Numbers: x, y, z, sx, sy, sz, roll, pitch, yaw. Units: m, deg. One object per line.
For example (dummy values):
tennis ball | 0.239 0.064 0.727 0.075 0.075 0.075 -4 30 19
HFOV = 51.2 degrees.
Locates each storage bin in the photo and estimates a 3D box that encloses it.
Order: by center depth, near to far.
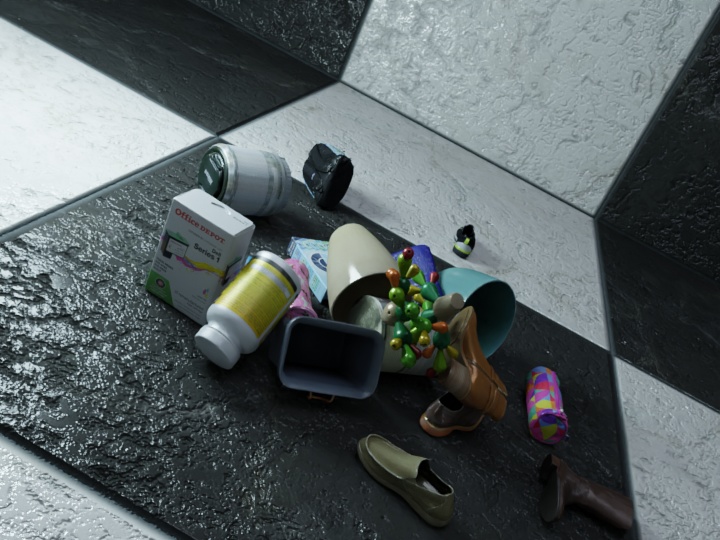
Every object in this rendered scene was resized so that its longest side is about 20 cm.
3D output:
storage bin | -0.076 0.158 1.387 0.196 0.149 0.134 13 1 -26

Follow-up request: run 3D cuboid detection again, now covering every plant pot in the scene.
plant pot | 0.000 0.000 1.626 0.184 0.189 0.203 10 41 -31
plant pot | 0.234 0.086 1.742 0.197 0.205 0.160 4 19 -40

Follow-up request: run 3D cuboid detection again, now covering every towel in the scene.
towel | 0.110 0.038 1.716 0.144 0.050 0.203 -18 45 9

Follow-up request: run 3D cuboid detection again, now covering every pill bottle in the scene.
pill bottle | -0.202 0.072 1.344 0.111 0.113 0.201 31 60 12

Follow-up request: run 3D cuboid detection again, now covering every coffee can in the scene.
coffee can | 0.086 0.138 1.543 0.196 0.149 0.147 10 29 -31

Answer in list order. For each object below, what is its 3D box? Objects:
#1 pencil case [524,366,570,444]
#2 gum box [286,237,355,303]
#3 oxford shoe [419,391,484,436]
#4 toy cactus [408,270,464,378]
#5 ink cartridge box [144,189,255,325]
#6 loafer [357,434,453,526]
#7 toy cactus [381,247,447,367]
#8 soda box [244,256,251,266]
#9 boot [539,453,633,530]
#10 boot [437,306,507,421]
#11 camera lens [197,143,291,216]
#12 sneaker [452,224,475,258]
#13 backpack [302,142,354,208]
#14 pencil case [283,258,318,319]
pencil case | 0.406 0.292 1.640 0.087 0.090 0.201 24 24 -5
gum box | -0.061 0.003 1.774 0.167 0.045 0.201 6 32 -37
oxford shoe | 0.200 0.271 1.487 0.071 0.074 0.198 41 28 28
toy cactus | 0.148 0.087 1.407 0.100 0.165 0.205 7 67 -23
ink cartridge box | -0.302 -0.026 1.411 0.143 0.203 0.084 30 25 10
loafer | 0.081 0.336 1.256 0.198 0.068 0.076 36 26 18
toy cactus | 0.082 0.070 1.364 0.100 0.205 0.165 -10 -5 -16
soda box | -0.212 0.054 1.509 0.066 0.065 0.201 19 26 -13
boot | 0.434 0.447 1.407 0.197 0.065 0.187 32 27 0
boot | 0.232 0.185 1.482 0.153 0.073 0.203 35 52 -18
camera lens | -0.287 -0.218 1.838 0.197 0.162 0.160 2 34 -41
sneaker | 0.334 -0.105 2.319 0.070 0.084 0.201 26 25 -1
backpack | -0.097 -0.287 2.183 0.152 0.166 0.200 14 20 -43
pencil case | -0.136 0.055 1.561 0.081 0.088 0.201 -2 33 -11
